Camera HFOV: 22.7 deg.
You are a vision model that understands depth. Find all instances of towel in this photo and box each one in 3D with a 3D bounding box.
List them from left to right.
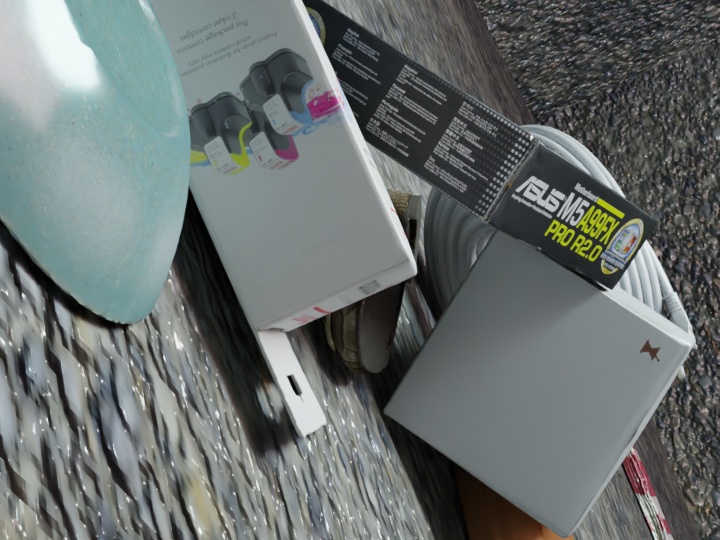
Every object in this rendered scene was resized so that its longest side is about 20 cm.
[{"bbox_3d":[0.367,0.303,2.210,0.144,0.023,0.201,39,28,-71],"label":"towel"}]

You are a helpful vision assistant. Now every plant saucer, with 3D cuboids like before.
[{"bbox_3d":[-0.097,-0.082,0.569,0.201,0.039,0.202,-24,90,-81],"label":"plant saucer"},{"bbox_3d":[0.112,0.191,1.049,0.201,0.037,0.200,62,11,-21],"label":"plant saucer"}]

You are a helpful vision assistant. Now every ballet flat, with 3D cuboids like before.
[{"bbox_3d":[0.000,0.000,0.905,0.200,0.046,0.068,-68,164,-70],"label":"ballet flat"}]

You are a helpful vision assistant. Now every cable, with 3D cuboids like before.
[{"bbox_3d":[0.116,0.007,1.177,0.201,0.069,0.200,67,-28,8],"label":"cable"}]

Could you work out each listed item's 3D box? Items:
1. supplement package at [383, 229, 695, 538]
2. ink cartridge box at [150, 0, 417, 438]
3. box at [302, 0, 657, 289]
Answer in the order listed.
[{"bbox_3d":[0.105,0.056,0.982,0.117,0.117,0.200,34,5,10],"label":"supplement package"},{"bbox_3d":[-0.030,-0.041,0.708,0.115,0.068,0.201,30,37,-86],"label":"ink cartridge box"},{"bbox_3d":[0.032,-0.072,0.865,0.200,0.044,0.160,36,6,30],"label":"box"}]
